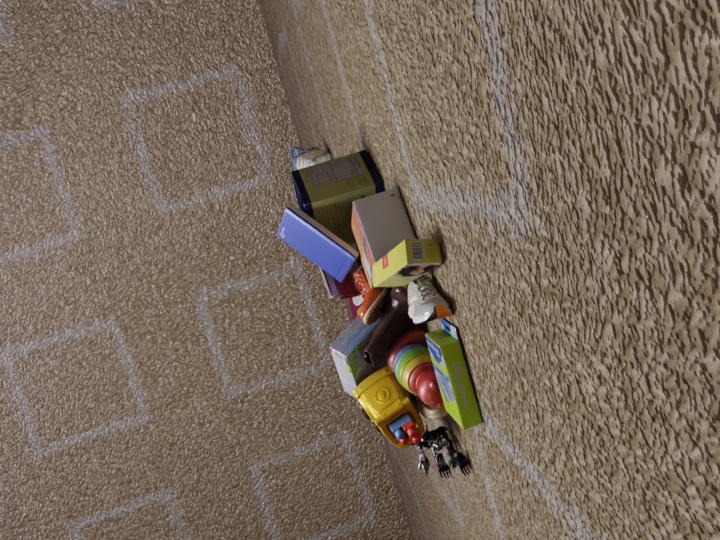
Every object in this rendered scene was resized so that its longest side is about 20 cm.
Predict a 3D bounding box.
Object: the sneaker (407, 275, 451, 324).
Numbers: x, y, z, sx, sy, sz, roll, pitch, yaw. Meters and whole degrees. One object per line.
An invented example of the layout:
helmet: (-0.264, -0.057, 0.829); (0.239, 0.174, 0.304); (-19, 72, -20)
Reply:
sneaker: (0.127, 0.053, 1.364); (0.200, 0.075, 0.093); (-172, 69, -81)

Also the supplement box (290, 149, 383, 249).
supplement box: (-0.048, -0.162, 1.694); (0.201, 0.198, 0.135); (81, 169, -49)

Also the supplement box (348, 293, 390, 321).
supplement box: (0.026, 0.044, 1.805); (0.111, 0.085, 0.201); (-52, 35, 33)

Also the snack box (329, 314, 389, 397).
snack box: (0.014, 0.207, 1.710); (0.067, 0.169, 0.201); (25, 147, 33)

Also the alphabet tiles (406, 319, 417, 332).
alphabet tiles: (0.121, 0.164, 1.724); (0.167, 0.007, 0.202); (-132, 41, -74)

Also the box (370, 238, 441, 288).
box: (0.084, -0.011, 1.320); (0.200, 0.074, 0.051); (141, 126, -68)

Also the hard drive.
hard drive: (-0.105, -0.063, 1.628); (0.199, 0.025, 0.132); (36, 148, 2)

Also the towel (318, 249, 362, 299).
towel: (0.000, 0.000, 1.723); (0.023, 0.198, 0.145); (101, 153, -49)

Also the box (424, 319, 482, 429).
box: (0.185, 0.206, 1.372); (0.122, 0.047, 0.202); (-145, 38, -78)

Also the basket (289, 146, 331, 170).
basket: (-0.177, -0.352, 2.434); (0.199, 0.139, 0.178); (15, 128, 45)

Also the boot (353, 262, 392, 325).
boot: (0.021, 0.047, 1.632); (0.201, 0.106, 0.075); (-61, -13, -45)

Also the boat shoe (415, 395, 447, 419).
boat shoe: (0.162, 0.294, 1.660); (0.200, 0.071, 0.065); (-120, 14, -67)

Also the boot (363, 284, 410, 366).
boot: (0.068, 0.129, 1.582); (0.072, 0.167, 0.201); (30, 156, 18)

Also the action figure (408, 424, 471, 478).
action figure: (0.190, 0.452, 1.665); (0.200, 0.118, 0.103); (-152, 50, -73)

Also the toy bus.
toy bus: (0.096, 0.365, 1.665); (0.192, 0.135, 0.201); (52, 175, 47)

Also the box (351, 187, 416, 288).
box: (0.052, -0.068, 1.518); (0.200, 0.105, 0.154); (94, 157, -73)

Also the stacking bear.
stacking bear: (0.144, 0.236, 1.547); (0.200, 0.113, 0.122); (-132, 25, -64)
